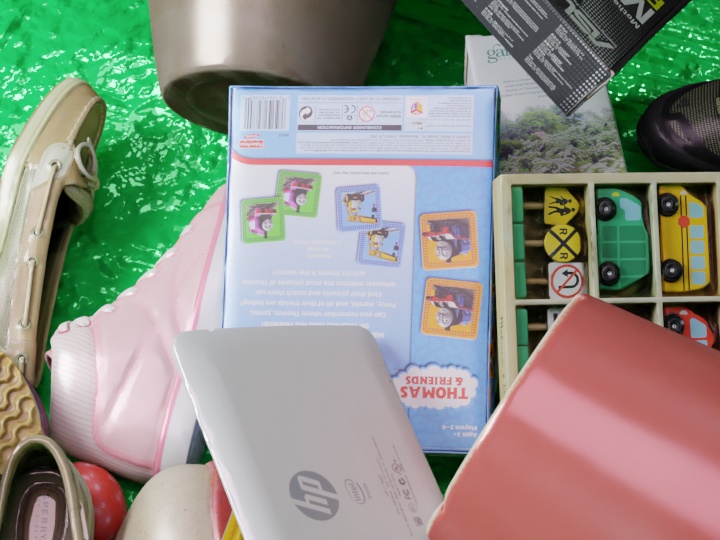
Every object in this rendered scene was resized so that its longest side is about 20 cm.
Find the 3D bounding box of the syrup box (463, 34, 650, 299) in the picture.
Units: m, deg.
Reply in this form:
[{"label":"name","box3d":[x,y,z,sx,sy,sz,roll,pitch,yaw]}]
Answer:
[{"label":"syrup box","box3d":[0.111,-0.043,1.215,0.078,0.082,0.201,-6,54,-3]}]

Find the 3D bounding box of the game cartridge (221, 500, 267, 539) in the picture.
[{"label":"game cartridge","box3d":[0.017,0.185,1.016,0.199,0.032,0.177,30,41,-10]}]

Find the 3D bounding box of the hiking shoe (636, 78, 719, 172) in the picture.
[{"label":"hiking shoe","box3d":[0.260,-0.110,1.230,0.199,0.101,0.076,-9,54,1]}]

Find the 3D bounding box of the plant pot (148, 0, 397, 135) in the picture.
[{"label":"plant pot","box3d":[-0.054,-0.181,1.283,0.199,0.200,0.175,3,72,10]}]

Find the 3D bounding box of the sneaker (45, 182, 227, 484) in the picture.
[{"label":"sneaker","box3d":[-0.122,0.026,1.202,0.104,0.075,0.201,11,62,9]}]

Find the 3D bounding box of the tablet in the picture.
[{"label":"tablet","box3d":[-0.009,0.112,1.030,0.130,0.014,0.201,0,54,-39]}]

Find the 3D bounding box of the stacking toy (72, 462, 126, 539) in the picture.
[{"label":"stacking toy","box3d":[-0.222,0.159,1.132,0.199,0.086,0.086,-18,55,-13]}]

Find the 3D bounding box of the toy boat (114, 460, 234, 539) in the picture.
[{"label":"toy boat","box3d":[-0.058,0.195,1.068,0.130,0.131,0.201,6,51,-25]}]

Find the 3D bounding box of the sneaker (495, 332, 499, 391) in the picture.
[{"label":"sneaker","box3d":[0.029,-0.018,1.212,0.079,0.079,0.201,-5,56,-3]}]

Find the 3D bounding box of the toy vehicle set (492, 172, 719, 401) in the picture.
[{"label":"toy vehicle set","box3d":[0.136,0.049,1.109,0.123,0.027,0.201,-2,86,-7]}]

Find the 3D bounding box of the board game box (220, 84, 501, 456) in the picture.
[{"label":"board game box","box3d":[0.000,0.000,1.144,0.150,0.037,0.201,1,81,8]}]

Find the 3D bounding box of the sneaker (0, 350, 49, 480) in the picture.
[{"label":"sneaker","box3d":[-0.249,0.070,1.180,0.199,0.090,0.075,28,66,23]}]

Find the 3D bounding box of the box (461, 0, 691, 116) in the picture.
[{"label":"box","box3d":[0.097,-0.202,1.213,0.200,0.044,0.160,48,38,0]}]

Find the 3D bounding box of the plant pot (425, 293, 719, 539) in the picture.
[{"label":"plant pot","box3d":[0.141,0.116,1.004,0.177,0.201,0.201,34,64,8]}]

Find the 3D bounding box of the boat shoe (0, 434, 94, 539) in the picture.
[{"label":"boat shoe","box3d":[-0.165,0.181,1.046,0.072,0.065,0.201,0,61,-2]}]

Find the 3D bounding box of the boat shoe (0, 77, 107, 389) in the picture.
[{"label":"boat shoe","box3d":[-0.187,-0.023,1.251,0.063,0.073,0.201,15,62,9]}]
